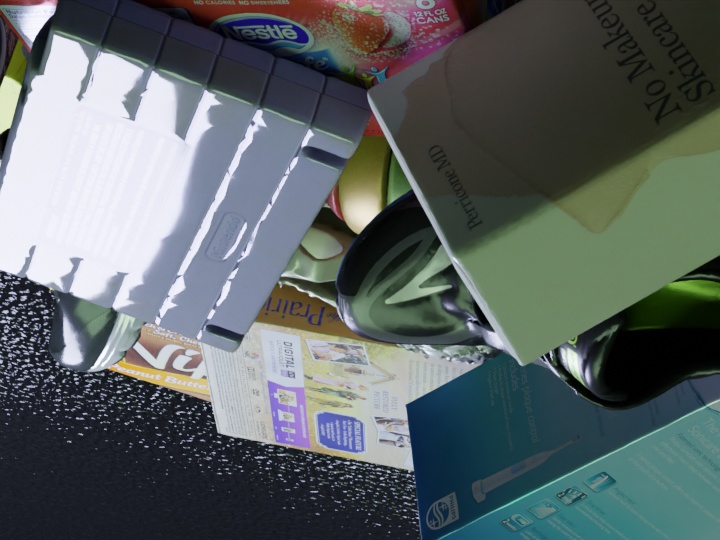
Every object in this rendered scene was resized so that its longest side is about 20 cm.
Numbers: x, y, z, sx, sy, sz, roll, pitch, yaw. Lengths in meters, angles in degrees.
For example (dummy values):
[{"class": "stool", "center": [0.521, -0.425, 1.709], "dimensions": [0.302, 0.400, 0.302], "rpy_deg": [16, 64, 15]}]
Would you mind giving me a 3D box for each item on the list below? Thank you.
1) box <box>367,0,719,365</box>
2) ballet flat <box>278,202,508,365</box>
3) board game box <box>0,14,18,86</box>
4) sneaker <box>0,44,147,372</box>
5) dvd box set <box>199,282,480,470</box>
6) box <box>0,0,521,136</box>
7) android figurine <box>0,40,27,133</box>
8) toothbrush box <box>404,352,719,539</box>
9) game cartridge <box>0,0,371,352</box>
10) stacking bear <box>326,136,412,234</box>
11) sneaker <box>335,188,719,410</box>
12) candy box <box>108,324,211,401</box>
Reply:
[{"class": "box", "center": [0.114, -0.063, 0.652], "dimensions": [0.199, 0.095, 0.078], "rpy_deg": [-31, 141, 4]}, {"class": "ballet flat", "center": [0.000, 0.000, 0.862], "dimensions": [0.199, 0.072, 0.072], "rpy_deg": [21, 155, 11]}, {"class": "board game box", "center": [-0.214, -0.115, 0.721], "dimensions": [0.096, 0.201, 0.160], "rpy_deg": [6, 153, 17]}, {"class": "sneaker", "center": [-0.136, -0.038, 0.875], "dimensions": [0.084, 0.075, 0.201], "rpy_deg": [6, 125, -17]}, {"class": "dvd box set", "center": [0.018, 0.061, 0.958], "dimensions": [0.199, 0.030, 0.147], "rpy_deg": [10, 151, 8]}, {"class": "box", "center": [-0.033, -0.119, 0.731], "dimensions": [0.199, 0.096, 0.100], "rpy_deg": [3, 151, 24]}, {"class": "android figurine", "center": [-0.211, -0.094, 0.926], "dimensions": [0.199, 0.041, 0.182], "rpy_deg": [20, 150, 6]}, {"class": "toothbrush box", "center": [0.143, 0.083, 0.850], "dimensions": [0.200, 0.086, 0.146], "rpy_deg": [-30, 134, 27]}, {"class": "game cartridge", "center": [-0.084, -0.037, 0.763], "dimensions": [0.129, 0.039, 0.200], "rpy_deg": [24, 149, -7]}, {"class": "stacking bear", "center": [0.026, -0.060, 0.810], "dimensions": [0.199, 0.114, 0.122], "rpy_deg": [13, 157, 18]}, {"class": "sneaker", "center": [0.080, 0.008, 0.705], "dimensions": [0.199, 0.083, 0.071], "rpy_deg": [2, 124, 21]}, {"class": "candy box", "center": [-0.061, 0.045, 1.118], "dimensions": [0.199, 0.056, 0.116], "rpy_deg": [19, 154, -6]}]
